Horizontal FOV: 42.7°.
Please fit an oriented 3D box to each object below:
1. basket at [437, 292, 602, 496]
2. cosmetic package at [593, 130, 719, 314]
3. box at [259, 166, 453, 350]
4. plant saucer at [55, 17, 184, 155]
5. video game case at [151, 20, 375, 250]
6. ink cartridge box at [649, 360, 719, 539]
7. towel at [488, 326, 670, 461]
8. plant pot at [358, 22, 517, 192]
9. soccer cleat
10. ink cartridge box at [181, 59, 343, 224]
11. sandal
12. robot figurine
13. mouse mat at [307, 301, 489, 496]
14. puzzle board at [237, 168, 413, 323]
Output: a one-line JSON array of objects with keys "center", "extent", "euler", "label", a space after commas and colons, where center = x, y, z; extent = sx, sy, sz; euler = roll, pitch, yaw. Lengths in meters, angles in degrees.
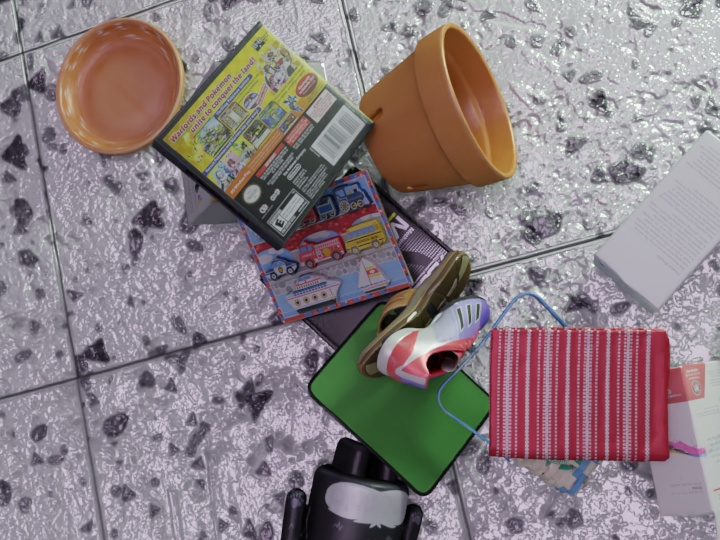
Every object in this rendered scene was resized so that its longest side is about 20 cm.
[{"center": [0.215, 0.148, 1.091], "extent": [0.200, 0.139, 0.177], "euler": [39, 92, 6], "label": "basket"}, {"center": [0.385, -0.056, 1.111], "extent": [0.101, 0.071, 0.200], "euler": [43, 94, 14], "label": "cosmetic package"}, {"center": [0.000, 0.000, 1.209], "extent": [0.193, 0.048, 0.200], "euler": [43, 94, 15], "label": "box"}, {"center": [-0.343, -0.262, 1.330], "extent": [0.198, 0.037, 0.202], "euler": [-2, 83, 12], "label": "plant saucer"}, {"center": [-0.105, -0.155, 1.046], "extent": [0.180, 0.025, 0.201], "euler": [40, 66, -10], "label": "video game case"}, {"center": [0.383, 0.209, 1.048], "extent": [0.067, 0.116, 0.202], "euler": [-19, 76, 43], "label": "ink cartridge box"}, {"center": [0.240, 0.135, 1.009], "extent": [0.198, 0.022, 0.146], "euler": [1, 86, 4], "label": "towel"}, {"center": [0.090, -0.186, 1.148], "extent": [0.139, 0.200, 0.202], "euler": [-20, 78, 27], "label": "plant pot"}, {"center": [0.105, 0.087, 1.101], "extent": [0.073, 0.199, 0.069], "euler": [29, 123, 33], "label": "soccer cleat"}, {"center": [-0.133, -0.157, 1.160], "extent": [0.145, 0.200, 0.148], "euler": [-5, 79, -26], "label": "ink cartridge box"}, {"center": [0.060, 0.050, 1.131], "extent": [0.054, 0.080, 0.200], "euler": [30, 72, 32], "label": "sandal"}, {"center": [-0.009, 0.312, 1.133], "extent": [0.149, 0.125, 0.202], "euler": [10, 85, 17], "label": "robot figurine"}, {"center": [0.052, 0.154, 1.133], "extent": [0.200, 0.008, 0.161], "euler": [42, 66, 3], "label": "mouse mat"}, {"center": [-0.048, -0.024, 1.143], "extent": [0.199, 0.017, 0.152], "euler": [-17, 101, 30], "label": "puzzle board"}]
